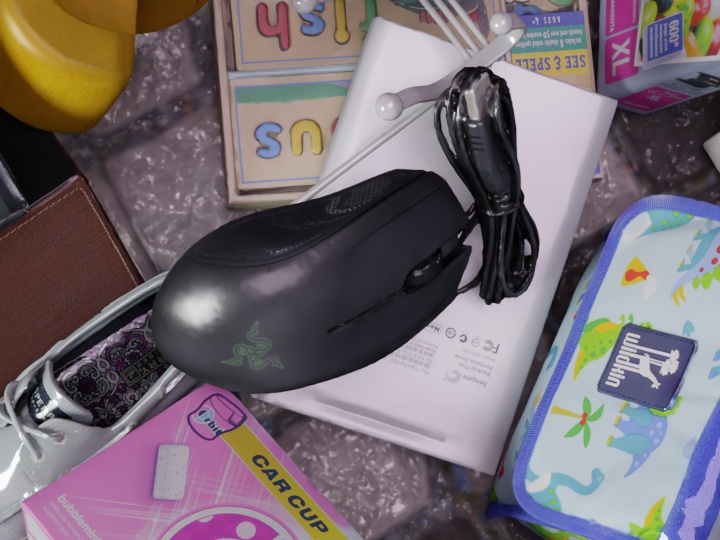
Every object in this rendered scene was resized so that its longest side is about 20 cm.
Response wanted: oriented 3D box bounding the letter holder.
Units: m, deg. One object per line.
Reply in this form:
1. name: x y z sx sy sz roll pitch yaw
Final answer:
1. letter holder: -0.218 0.016 1.043 0.200 0.142 0.101 -35 57 -8

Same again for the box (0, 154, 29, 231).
1. box: -0.256 -0.069 0.902 0.159 0.046 0.200 -30 123 -6

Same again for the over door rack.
1. over door rack: -0.040 -0.108 1.041 0.200 0.067 0.148 -40 75 9

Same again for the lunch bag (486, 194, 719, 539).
1. lunch bag: 0.151 0.063 1.018 0.127 0.200 0.171 25 82 -8

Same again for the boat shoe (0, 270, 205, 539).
1. boat shoe: -0.143 0.066 1.023 0.201 0.072 0.070 -39 69 -13

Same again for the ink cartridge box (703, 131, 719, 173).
1. ink cartridge box: 0.272 -0.013 1.069 0.083 0.147 0.200 -30 87 -12

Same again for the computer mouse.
1. computer mouse: 0.000 0.000 0.996 0.199 0.053 0.139 -25 130 -14

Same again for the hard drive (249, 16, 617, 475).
1. hard drive: 0.037 -0.012 1.082 0.131 0.027 0.201 18 90 -7

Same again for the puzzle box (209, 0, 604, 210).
1. puzzle box: 0.023 -0.103 1.111 0.199 0.025 0.134 -5 85 -7

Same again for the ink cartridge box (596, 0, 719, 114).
1. ink cartridge box: 0.192 -0.156 1.047 0.042 0.200 0.120 11 76 -33

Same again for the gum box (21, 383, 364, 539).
1. gum box: -0.051 0.159 0.979 0.113 0.066 0.200 -32 61 -23

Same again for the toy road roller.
1. toy road roller: -0.164 -0.147 0.958 0.199 0.123 0.147 7 73 -19
